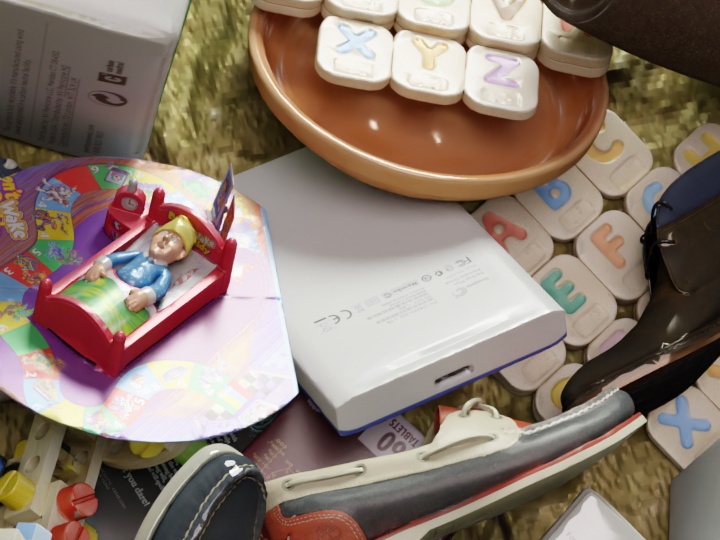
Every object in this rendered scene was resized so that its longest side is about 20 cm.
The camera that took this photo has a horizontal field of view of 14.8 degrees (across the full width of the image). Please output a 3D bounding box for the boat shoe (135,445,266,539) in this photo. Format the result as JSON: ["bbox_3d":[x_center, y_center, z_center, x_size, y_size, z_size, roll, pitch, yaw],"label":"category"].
[{"bbox_3d":[-0.083,0.182,1.304,0.062,0.075,0.200,13,76,43],"label":"boat shoe"}]

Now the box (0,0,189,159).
[{"bbox_3d":[-0.179,-0.182,1.450,0.200,0.199,0.171,14,71,-5],"label":"box"}]

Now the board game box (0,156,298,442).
[{"bbox_3d":[-0.112,-0.002,1.376,0.158,0.039,0.200,3,44,-15],"label":"board game box"}]

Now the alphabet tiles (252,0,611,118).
[{"bbox_3d":[0.041,-0.159,1.517,0.200,0.015,0.196,11,42,-4],"label":"alphabet tiles"}]

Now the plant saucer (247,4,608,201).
[{"bbox_3d":[0.035,-0.104,1.506,0.200,0.037,0.200,8,42,-8],"label":"plant saucer"}]

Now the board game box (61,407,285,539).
[{"bbox_3d":[-0.065,0.144,1.454,0.135,0.028,0.200,-29,78,-16],"label":"board game box"}]

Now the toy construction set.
[{"bbox_3d":[-0.144,0.115,1.361,0.092,0.131,0.200,53,38,-22],"label":"toy construction set"}]

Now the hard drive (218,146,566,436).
[{"bbox_3d":[0.000,0.000,1.447,0.132,0.025,0.200,-23,41,-18],"label":"hard drive"}]

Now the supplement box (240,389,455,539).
[{"bbox_3d":[-0.043,0.153,1.407,0.109,0.061,0.200,42,73,6],"label":"supplement box"}]

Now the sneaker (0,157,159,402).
[{"bbox_3d":[-0.179,-0.034,1.474,0.146,0.081,0.200,-24,74,-24],"label":"sneaker"}]

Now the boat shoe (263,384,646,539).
[{"bbox_3d":[0.046,0.098,1.372,0.200,0.071,0.063,-24,76,-11],"label":"boat shoe"}]

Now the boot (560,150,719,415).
[{"bbox_3d":[0.167,0.009,1.500,0.200,0.075,0.097,-29,71,-25],"label":"boot"}]

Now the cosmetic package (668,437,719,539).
[{"bbox_3d":[0.215,0.134,1.407,0.074,0.200,0.102,6,73,-6],"label":"cosmetic package"}]

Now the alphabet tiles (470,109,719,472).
[{"bbox_3d":[0.161,0.010,1.537,0.200,0.015,0.196,-41,82,-17],"label":"alphabet tiles"}]

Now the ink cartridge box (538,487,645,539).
[{"bbox_3d":[0.070,0.220,1.388,0.083,0.145,0.200,41,72,7],"label":"ink cartridge box"}]

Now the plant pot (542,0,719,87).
[{"bbox_3d":[0.196,-0.175,1.475,0.200,0.187,0.187,-2,72,-33],"label":"plant pot"}]
